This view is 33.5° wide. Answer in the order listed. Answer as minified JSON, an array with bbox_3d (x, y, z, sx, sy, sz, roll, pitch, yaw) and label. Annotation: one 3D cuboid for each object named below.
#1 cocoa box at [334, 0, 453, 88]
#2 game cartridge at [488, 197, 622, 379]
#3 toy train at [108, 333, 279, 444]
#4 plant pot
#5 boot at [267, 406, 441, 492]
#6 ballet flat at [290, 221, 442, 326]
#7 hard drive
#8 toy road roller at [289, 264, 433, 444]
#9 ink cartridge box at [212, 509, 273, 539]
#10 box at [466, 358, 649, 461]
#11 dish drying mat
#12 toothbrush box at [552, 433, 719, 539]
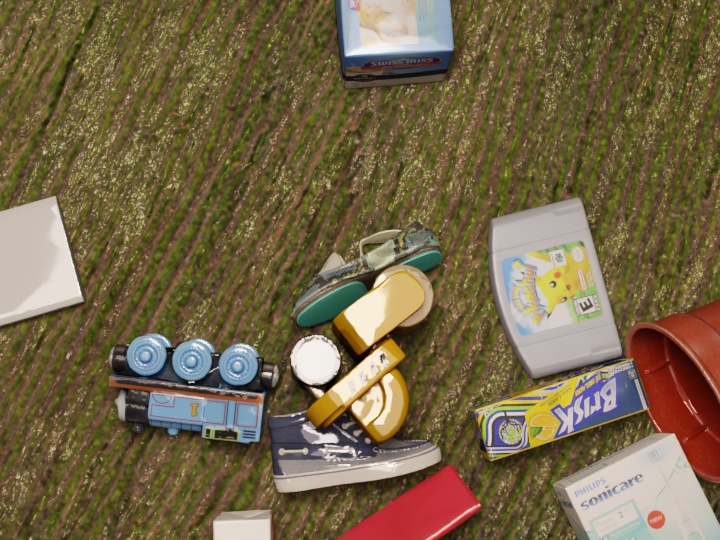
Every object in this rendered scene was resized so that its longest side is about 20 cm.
[{"bbox_3d":[0.035,-0.335,1.432,0.132,0.131,0.201,-4,83,-3],"label":"cocoa box"},{"bbox_3d":[0.227,0.023,1.446,0.132,0.040,0.201,-15,84,0],"label":"game cartridge"},{"bbox_3d":[-0.196,0.137,1.393,0.199,0.087,0.115,6,89,-2],"label":"toy train"},{"bbox_3d":[0.443,0.109,1.375,0.194,0.201,0.202,-25,85,-13],"label":"plant pot"},{"bbox_3d":[-0.009,0.198,1.395,0.199,0.073,0.091,-9,89,-3],"label":"boot"},{"bbox_3d":[0.000,0.000,1.432,0.199,0.074,0.075,-24,85,-7],"label":"ballet flat"},{"bbox_3d":[-0.441,0.002,1.427,0.199,0.026,0.133,-16,84,-4],"label":"hard drive"},{"bbox_3d":[0.020,0.105,1.348,0.200,0.123,0.146,-39,85,-8],"label":"toy road roller"},{"bbox_3d":[-0.128,0.377,1.349,0.067,0.116,0.201,-1,84,-3],"label":"ink cartridge box"},{"bbox_3d":[0.232,0.163,1.411,0.199,0.070,0.065,-18,86,-4],"label":"box"},{"bbox_3d":[0.042,0.307,1.395,0.199,0.018,0.077,-33,43,-6],"label":"dish drying mat"},{"bbox_3d":[0.336,0.309,1.391,0.146,0.085,0.201,-24,83,-5],"label":"toothbrush box"}]
